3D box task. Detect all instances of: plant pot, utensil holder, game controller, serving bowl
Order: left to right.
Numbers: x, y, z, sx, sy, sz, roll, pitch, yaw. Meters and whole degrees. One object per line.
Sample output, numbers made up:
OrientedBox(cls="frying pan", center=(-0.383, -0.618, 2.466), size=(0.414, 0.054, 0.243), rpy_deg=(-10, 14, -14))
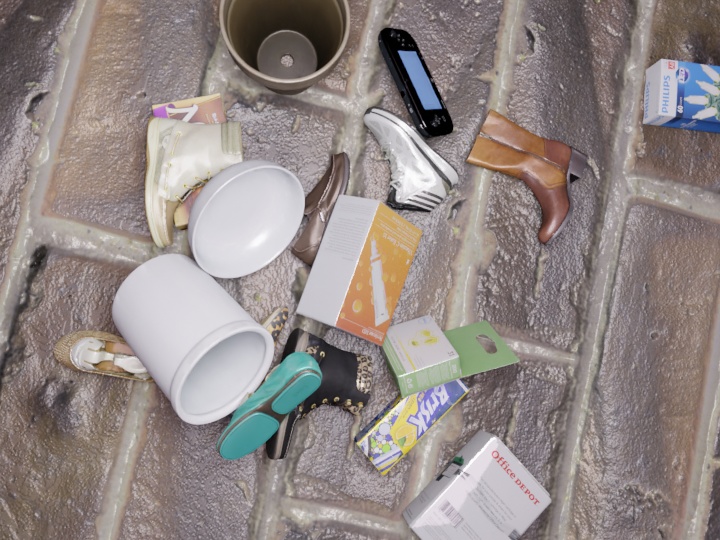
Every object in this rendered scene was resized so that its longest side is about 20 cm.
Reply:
OrientedBox(cls="utensil holder", center=(-0.251, 0.095, 0.960), size=(0.170, 0.170, 0.199), rpy_deg=(-46, 59, -7))
OrientedBox(cls="serving bowl", center=(-0.184, -0.088, 0.998), size=(0.200, 0.201, 0.066), rpy_deg=(-42, 57, -8))
OrientedBox(cls="plant pot", center=(-0.121, -0.370, 1.041), size=(0.195, 0.174, 0.205), rpy_deg=(1, 85, -7))
OrientedBox(cls="game controller", center=(0.097, -0.322, 1.105), size=(0.103, 0.042, 0.203), rpy_deg=(-21, 86, -43))

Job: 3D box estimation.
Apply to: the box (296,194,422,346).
OrientedBox(cls="box", center=(0.000, 0.000, 1.035), size=(0.124, 0.096, 0.204), rpy_deg=(27, 81, -46))

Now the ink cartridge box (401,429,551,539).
OrientedBox(cls="ink cartridge box", center=(0.189, 0.386, 1.056), size=(0.200, 0.084, 0.146), rpy_deg=(-43, 91, -8))

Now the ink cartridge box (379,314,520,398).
OrientedBox(cls="ink cartridge box", center=(0.136, 0.122, 1.042), size=(0.196, 0.146, 0.049), rpy_deg=(-17, 116, -6))

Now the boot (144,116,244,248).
OrientedBox(cls="boot", center=(-0.254, -0.137, 1.007), size=(0.151, 0.072, 0.205), rpy_deg=(0, 85, -9))

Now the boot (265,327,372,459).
OrientedBox(cls="boot", center=(-0.065, 0.208, 1.029), size=(0.148, 0.073, 0.204), rpy_deg=(18, 74, -25))

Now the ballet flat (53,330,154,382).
OrientedBox(cls="ballet flat", center=(-0.394, 0.136, 1.025), size=(0.195, 0.065, 0.072), rpy_deg=(7, 86, -5))

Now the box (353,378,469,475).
OrientedBox(cls="box", center=(0.084, 0.238, 1.068), size=(0.200, 0.064, 0.070), rpy_deg=(-43, 90, -7))

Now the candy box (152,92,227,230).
OrientedBox(cls="candy box", center=(-0.265, -0.180, 1.070), size=(0.114, 0.056, 0.205), rpy_deg=(-11, 88, -6))

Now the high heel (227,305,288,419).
OrientedBox(cls="high heel", center=(-0.141, 0.171, 1.057), size=(0.142, 0.071, 0.202), rpy_deg=(38, 80, -14))

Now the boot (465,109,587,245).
OrientedBox(cls="boot", center=(0.278, -0.162, 1.119), size=(0.196, 0.068, 0.192), rpy_deg=(22, 84, -3))

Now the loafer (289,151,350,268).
OrientedBox(cls="loafer", center=(-0.068, -0.106, 1.075), size=(0.070, 0.073, 0.204), rpy_deg=(17, 84, -5))

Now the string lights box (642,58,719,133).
OrientedBox(cls="string lights box", center=(0.621, -0.312, 1.171), size=(0.195, 0.059, 0.105), rpy_deg=(5, 86, -5))

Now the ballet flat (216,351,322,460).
OrientedBox(cls="ballet flat", center=(-0.135, 0.194, 0.948), size=(0.200, 0.071, 0.067), rpy_deg=(-43, 125, 10))

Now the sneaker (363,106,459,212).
OrientedBox(cls="sneaker", center=(0.063, -0.178, 1.093), size=(0.200, 0.076, 0.116), rpy_deg=(40, 81, -4))
